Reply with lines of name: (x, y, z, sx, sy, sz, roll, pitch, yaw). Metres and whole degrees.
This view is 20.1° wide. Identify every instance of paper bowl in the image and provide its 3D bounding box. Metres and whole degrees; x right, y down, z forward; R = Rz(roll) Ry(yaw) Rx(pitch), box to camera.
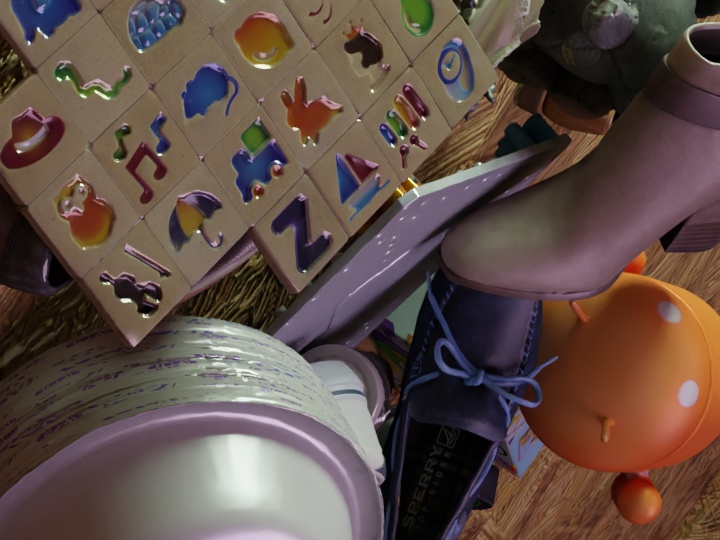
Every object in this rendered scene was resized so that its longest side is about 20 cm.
paper bowl: (-0.085, 0.128, 0.881, 0.200, 0.104, 0.201, -13, 130, -16)

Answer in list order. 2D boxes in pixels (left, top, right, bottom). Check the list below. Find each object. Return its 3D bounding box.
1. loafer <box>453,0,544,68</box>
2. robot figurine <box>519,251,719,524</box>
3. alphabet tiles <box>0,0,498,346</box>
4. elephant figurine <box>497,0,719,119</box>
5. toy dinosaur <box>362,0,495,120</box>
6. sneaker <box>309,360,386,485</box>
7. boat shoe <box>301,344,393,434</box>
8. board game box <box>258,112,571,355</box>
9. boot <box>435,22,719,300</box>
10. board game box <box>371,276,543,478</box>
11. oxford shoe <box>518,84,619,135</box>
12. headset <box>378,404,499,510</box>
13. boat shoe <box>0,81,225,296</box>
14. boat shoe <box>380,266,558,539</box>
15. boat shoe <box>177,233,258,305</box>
loafer: (0.049, -0.124, 0.971, 0.200, 0.076, 0.067, -53, 141, -12)
robot figurine: (0.156, 0.061, 1.180, 0.144, 0.116, 0.200, -61, 161, 6)
alphabet tiles: (-0.048, -0.075, 0.752, 0.200, 0.008, 0.167, -47, 118, -26)
elephant figurine: (0.149, -0.189, 1.082, 0.141, 0.155, 0.200, 39, 76, -44)
toy dinosaur: (0.020, -0.116, 0.836, 0.088, 0.047, 0.200, 29, 72, -34)
sneaker: (-0.071, 0.098, 0.978, 0.200, 0.071, 0.073, -16, 153, -31)
boat shoe: (-0.057, 0.119, 1.101, 0.202, 0.072, 0.060, -46, 168, 12)
board game box: (0.000, 0.000, 1.058, 0.200, 0.026, 0.200, -44, 170, 29)
boot: (0.146, -0.061, 1.032, 0.200, 0.070, 0.146, -11, 144, -28)
board game box: (0.082, 0.043, 1.311, 0.105, 0.103, 0.200, -54, 161, -11)
oxford shoe: (0.179, -0.134, 1.318, 0.200, 0.071, 0.071, -40, 155, -45)
headset: (-0.005, 0.126, 1.214, 0.200, 0.123, 0.094, 24, 72, -43)
boat shoe: (-0.079, -0.058, 0.780, 0.201, 0.066, 0.072, -45, 157, -33)
boat shoe: (0.059, 0.076, 1.090, 0.069, 0.084, 0.201, -101, -158, -78)
boat shoe: (-0.035, -0.059, 0.887, 0.200, 0.076, 0.072, -50, 163, -15)
